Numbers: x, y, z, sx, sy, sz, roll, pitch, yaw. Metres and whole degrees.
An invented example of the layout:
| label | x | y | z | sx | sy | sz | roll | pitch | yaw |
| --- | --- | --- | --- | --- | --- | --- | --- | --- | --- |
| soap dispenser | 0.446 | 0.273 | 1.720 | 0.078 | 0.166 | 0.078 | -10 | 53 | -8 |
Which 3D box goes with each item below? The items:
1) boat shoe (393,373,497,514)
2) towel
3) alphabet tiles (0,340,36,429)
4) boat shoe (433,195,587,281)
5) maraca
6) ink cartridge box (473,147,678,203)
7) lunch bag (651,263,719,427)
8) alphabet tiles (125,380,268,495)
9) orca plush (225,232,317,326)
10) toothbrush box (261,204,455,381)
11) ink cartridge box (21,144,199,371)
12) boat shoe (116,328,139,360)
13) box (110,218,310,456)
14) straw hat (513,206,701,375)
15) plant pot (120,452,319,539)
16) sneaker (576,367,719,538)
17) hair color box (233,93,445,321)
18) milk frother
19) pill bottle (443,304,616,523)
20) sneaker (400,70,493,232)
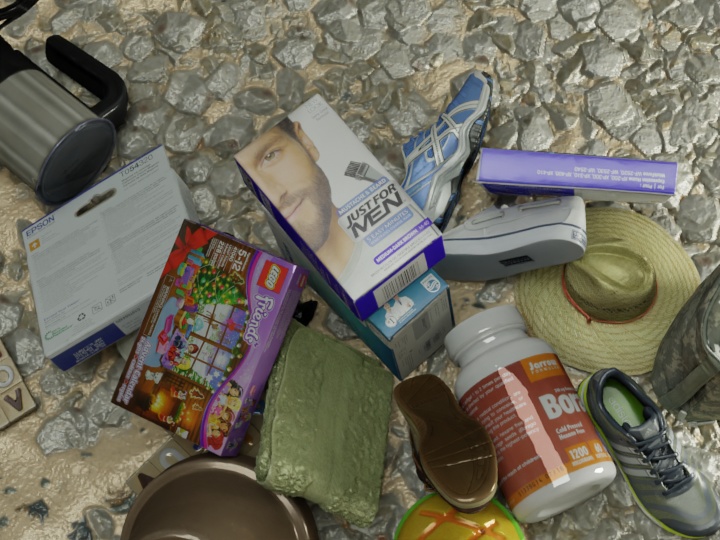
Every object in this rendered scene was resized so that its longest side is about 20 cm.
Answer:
| label | x | y | z | sx | sy | sz | roll | pitch | yaw |
| --- | --- | --- | --- | --- | --- | --- | --- | --- | --- |
| boat shoe | 0.085 | 0.181 | 1.429 | 0.072 | 0.072 | 0.200 | -18 | 32 | -11 |
| towel | -0.035 | 0.149 | 1.455 | 0.148 | 0.036 | 0.200 | 28 | 46 | -26 |
| alphabet tiles | -0.456 | 0.160 | 1.574 | 0.200 | 0.008 | 0.167 | -32 | 69 | -4 |
| boat shoe | 0.146 | -0.035 | 1.520 | 0.200 | 0.074 | 0.065 | -7 | 61 | 31 |
| maraca | 0.099 | 0.307 | 1.403 | 0.137 | 0.107 | 0.200 | -15 | 66 | 11 |
| ink cartridge box | 0.220 | -0.096 | 1.488 | 0.198 | 0.200 | 0.043 | 4 | 92 | 8 |
| lunch bag | 0.372 | 0.061 | 1.410 | 0.168 | 0.200 | 0.139 | -38 | 78 | -15 |
| alphabet tiles | -0.134 | 0.180 | 1.486 | 0.200 | 0.008 | 0.167 | -45 | 97 | -1 |
| orca plush | -0.148 | 0.011 | 1.562 | 0.200 | 0.071 | 0.105 | 35 | 78 | 17 |
| toothbrush box | 0.000 | 0.000 | 1.509 | 0.085 | 0.146 | 0.200 | -42 | 69 | -9 |
| ink cartridge box | -0.263 | -0.016 | 1.571 | 0.196 | 0.043 | 0.200 | -30 | 46 | 9 |
| boat shoe | -0.159 | 0.087 | 1.543 | 0.200 | 0.060 | 0.074 | 11 | 112 | 16 |
| box | -0.149 | 0.065 | 1.439 | 0.137 | 0.039 | 0.200 | 22 | 91 | 23 |
| straw hat | 0.258 | 0.007 | 1.505 | 0.201 | 0.085 | 0.201 | -2 | 70 | 6 |
| plant pot | -0.152 | 0.283 | 1.379 | 0.200 | 0.175 | 0.200 | 0 | 93 | 11 |
| sneaker | 0.284 | 0.178 | 1.440 | 0.074 | 0.081 | 0.200 | -37 | 72 | -6 |
| hair color box | -0.021 | -0.063 | 1.423 | 0.109 | 0.065 | 0.200 | -38 | 68 | -8 |
| milk frother | -0.363 | -0.210 | 1.604 | 0.188 | 0.200 | 0.181 | 37 | 75 | 17 |
| pill bottle | 0.162 | 0.140 | 1.454 | 0.112 | 0.112 | 0.200 | -25 | 69 | -2 |
| sneaker | 0.088 | -0.135 | 1.583 | 0.077 | 0.076 | 0.200 | 22 | 73 | 10 |
